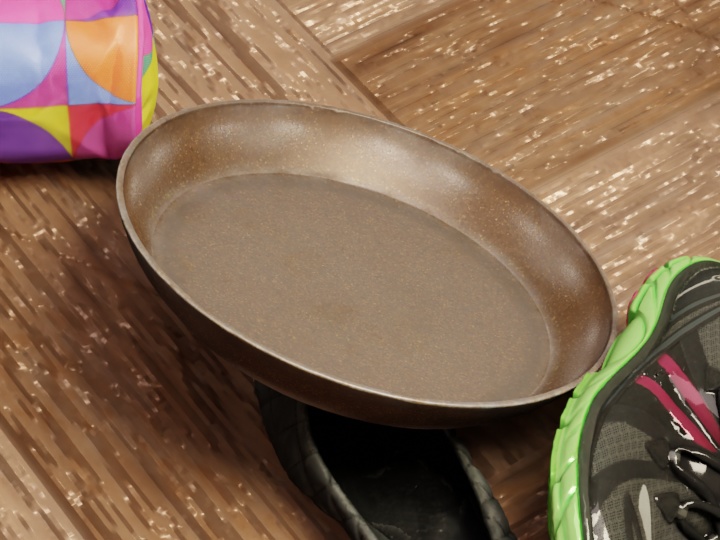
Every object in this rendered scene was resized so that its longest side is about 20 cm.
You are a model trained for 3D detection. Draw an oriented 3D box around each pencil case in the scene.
[{"bbox_3d":[-0.182,-0.085,0.960,0.198,0.089,0.089,1,48,-4],"label":"pencil case"}]

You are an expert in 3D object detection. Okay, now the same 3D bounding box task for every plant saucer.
[{"bbox_3d":[0.000,0.000,0.892,0.199,0.032,0.201,16,30,-9],"label":"plant saucer"}]

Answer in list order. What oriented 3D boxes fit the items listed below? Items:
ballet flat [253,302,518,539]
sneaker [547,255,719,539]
[{"bbox_3d":[0.020,0.078,0.842,0.066,0.057,0.200,-21,52,-20],"label":"ballet flat"},{"bbox_3d":[0.121,0.064,0.835,0.083,0.077,0.201,5,43,26],"label":"sneaker"}]
